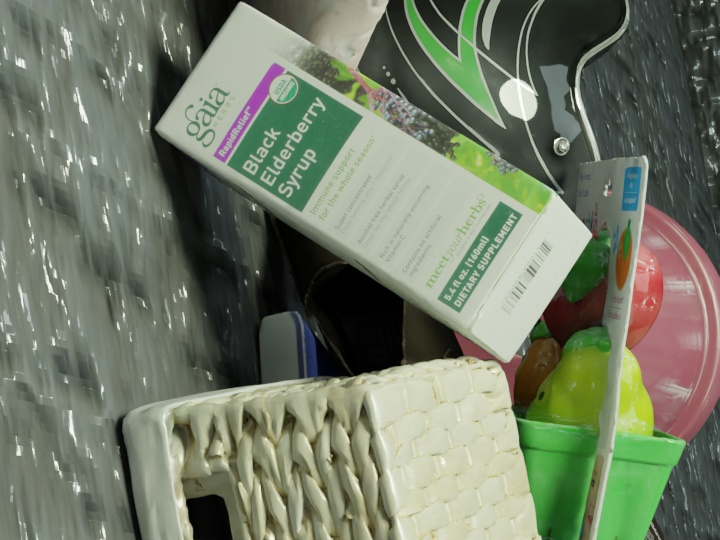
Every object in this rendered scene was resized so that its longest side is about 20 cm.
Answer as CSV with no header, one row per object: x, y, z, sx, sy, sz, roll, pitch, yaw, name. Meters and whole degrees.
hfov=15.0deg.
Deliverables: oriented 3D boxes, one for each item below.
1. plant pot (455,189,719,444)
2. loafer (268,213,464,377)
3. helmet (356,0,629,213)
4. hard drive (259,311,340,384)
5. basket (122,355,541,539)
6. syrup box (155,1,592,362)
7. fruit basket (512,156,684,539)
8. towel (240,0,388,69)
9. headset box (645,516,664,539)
0.125,0.041,1.721,0.179,0.200,0.200,13,65,-75,plant pot
0.000,0.000,1.459,0.071,0.073,0.200,37,20,-57,loafer
0.057,-0.095,1.584,0.191,0.200,0.200,-66,146,-33,helmet
-0.007,0.124,1.491,0.200,0.025,0.132,55,27,-58,hard drive
-0.005,0.112,1.265,0.200,0.123,0.136,-5,83,-69,basket
0.006,-0.044,1.332,0.079,0.200,0.081,-56,158,-2,syrup box
0.111,0.041,1.414,0.185,0.094,0.200,-159,-109,-84,fruit basket
-0.020,-0.179,1.454,0.200,0.032,0.191,120,-29,-49,towel
0.111,0.241,1.602,0.075,0.149,0.200,58,25,-53,headset box
